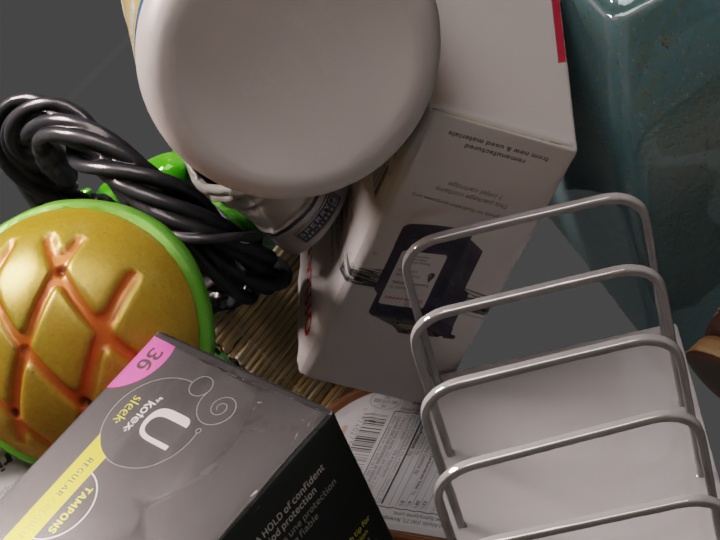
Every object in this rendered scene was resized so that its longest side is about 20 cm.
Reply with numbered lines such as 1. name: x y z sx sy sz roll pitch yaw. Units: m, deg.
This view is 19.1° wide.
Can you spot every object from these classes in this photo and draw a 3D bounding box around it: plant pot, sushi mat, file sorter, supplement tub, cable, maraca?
1. plant pot: 0.185 -0.117 1.194 0.195 0.201 0.197 -29 40 -4
2. sushi mat: 0.000 0.000 1.251 0.200 0.096 0.012 -51 7 -28
3. file sorter: 0.100 0.083 1.032 0.137 0.125 0.201 -13 47 5
4. supplement tub: -0.046 -0.133 1.064 0.144 0.146 0.200 -24 24 0
5. cable: -0.120 -0.037 1.165 0.051 0.163 0.199 -50 28 -17
6. maraca: -0.163 0.037 1.100 0.198 0.139 0.107 -11 -3 24

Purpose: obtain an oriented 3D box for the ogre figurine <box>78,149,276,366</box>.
1. ogre figurine: -0.075 -0.019 1.299 0.120 0.098 0.200 -44 38 -10

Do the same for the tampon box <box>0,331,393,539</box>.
1. tampon box: -0.069 0.162 1.024 0.126 0.201 0.150 20 57 40

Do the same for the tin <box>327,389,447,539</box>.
1. tin: 0.051 0.114 1.142 0.198 0.042 0.113 5 53 30

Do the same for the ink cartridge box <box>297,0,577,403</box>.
1. ink cartridge box: 0.035 -0.050 1.139 0.084 0.201 0.146 14 43 -14

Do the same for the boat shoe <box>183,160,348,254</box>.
1. boat shoe: -0.069 -0.067 1.183 0.072 0.066 0.200 -51 26 7

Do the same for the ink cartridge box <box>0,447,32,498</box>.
1. ink cartridge box: -0.173 0.100 1.190 0.145 0.084 0.200 -33 40 -13

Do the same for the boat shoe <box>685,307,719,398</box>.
1. boat shoe: 0.252 0.059 1.073 0.070 0.071 0.200 -42 43 -14
